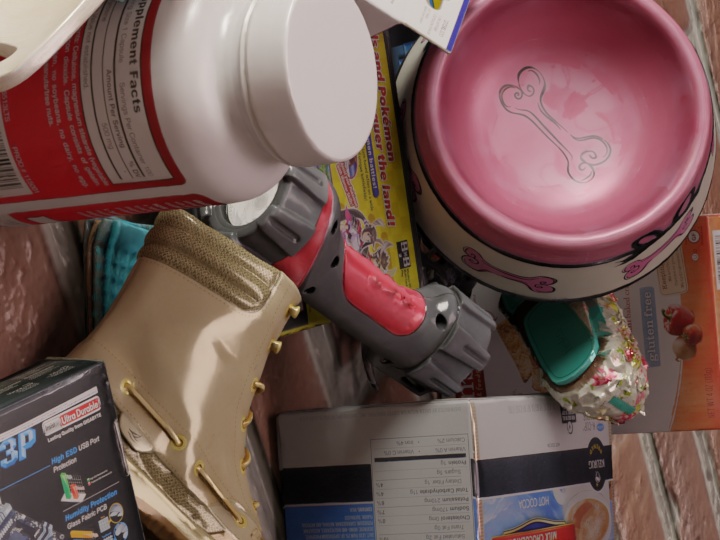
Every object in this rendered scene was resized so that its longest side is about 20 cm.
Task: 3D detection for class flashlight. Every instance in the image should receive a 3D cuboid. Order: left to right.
[{"bbox_3d":[0.000,0.000,1.351,0.200,0.067,0.068,34,68,-41],"label":"flashlight"}]

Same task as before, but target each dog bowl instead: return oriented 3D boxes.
[{"bbox_3d":[0.116,-0.086,1.451,0.074,0.199,0.202,107,-16,-79],"label":"dog bowl"}]

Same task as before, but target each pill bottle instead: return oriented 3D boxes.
[{"bbox_3d":[-0.098,-0.084,1.178,0.112,0.199,0.113,16,72,-60],"label":"pill bottle"}]

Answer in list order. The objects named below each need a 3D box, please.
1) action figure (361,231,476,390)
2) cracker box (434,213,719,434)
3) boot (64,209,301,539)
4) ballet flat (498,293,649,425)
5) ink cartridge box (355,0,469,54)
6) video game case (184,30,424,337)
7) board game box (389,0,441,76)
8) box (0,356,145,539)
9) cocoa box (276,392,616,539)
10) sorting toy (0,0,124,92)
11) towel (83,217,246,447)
[{"bbox_3d":[0.041,-0.029,1.530,0.200,0.102,0.119,-53,164,-5],"label":"action figure"},{"bbox_3d":[0.146,0.038,1.604,0.058,0.199,0.135,-4,89,-60],"label":"cracker box"},{"bbox_3d":[-0.067,0.081,1.274,0.200,0.073,0.156,43,63,-23],"label":"boot"},{"bbox_3d":[0.129,0.027,1.521,0.064,0.076,0.201,37,24,-30],"label":"ballet flat"},{"bbox_3d":[-0.030,-0.189,1.369,0.199,0.037,0.095,31,40,-9],"label":"ink cartridge box"},{"bbox_3d":[-0.042,-0.068,1.378,0.180,0.025,0.201,-15,99,-48],"label":"video game case"},{"bbox_3d":[-0.013,-0.185,1.500,0.165,0.056,0.201,-24,107,-61],"label":"board game box"},{"bbox_3d":[-0.179,0.145,1.111,0.200,0.046,0.160,-26,109,-45],"label":"box"},{"bbox_3d":[0.056,0.143,1.491,0.200,0.133,0.132,2,83,-61],"label":"cocoa box"},{"bbox_3d":[-0.169,-0.153,1.115,0.107,0.199,0.181,89,20,-48],"label":"sorting toy"},{"bbox_3d":[-0.100,0.076,1.334,0.146,0.022,0.201,13,75,-59],"label":"towel"}]
